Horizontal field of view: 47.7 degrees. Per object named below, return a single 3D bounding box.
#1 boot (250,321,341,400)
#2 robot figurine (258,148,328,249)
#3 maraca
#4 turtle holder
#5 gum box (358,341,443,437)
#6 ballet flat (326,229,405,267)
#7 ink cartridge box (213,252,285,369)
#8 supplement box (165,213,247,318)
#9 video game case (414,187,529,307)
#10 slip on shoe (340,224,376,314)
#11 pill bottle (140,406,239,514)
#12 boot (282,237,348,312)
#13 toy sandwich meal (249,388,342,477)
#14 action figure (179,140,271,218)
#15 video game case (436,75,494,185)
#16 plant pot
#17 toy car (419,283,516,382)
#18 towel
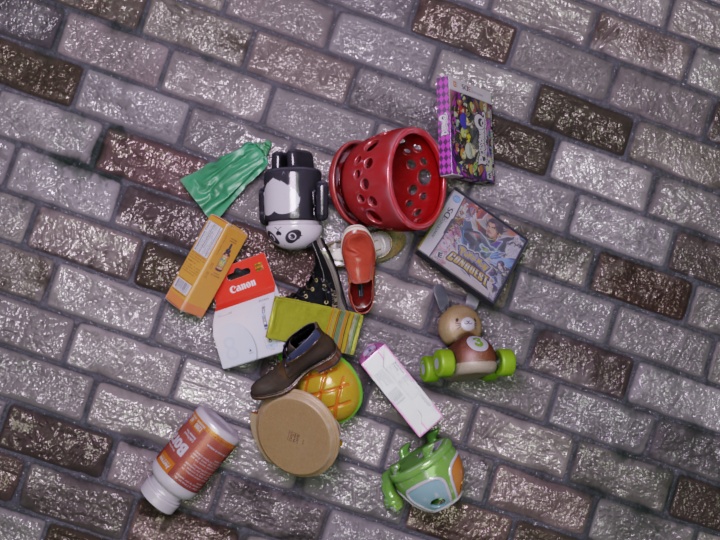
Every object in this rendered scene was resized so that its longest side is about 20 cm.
[{"bbox_3d":[-0.143,0.174,1.589,0.198,0.075,0.097,-29,128,-2],"label":"boot"},{"bbox_3d":[-0.138,-0.144,1.669,0.123,0.150,0.203,-1,90,-15],"label":"robot figurine"},{"bbox_3d":[-0.083,0.224,1.667,0.200,0.107,0.137,44,98,7],"label":"maraca"},{"bbox_3d":[0.125,0.426,1.654,0.184,0.141,0.133,-32,91,-6],"label":"turtle holder"},{"bbox_3d":[0.076,0.237,1.672,0.066,0.113,0.201,-39,91,-5],"label":"gum box"},{"bbox_3d":[0.003,-0.045,1.706,0.197,0.071,0.072,-13,88,-5],"label":"ballet flat"},{"bbox_3d":[-0.236,0.084,1.656,0.159,0.047,0.202,-18,90,26],"label":"ink cartridge box"},{"bbox_3d":[-0.314,-0.010,1.665,0.069,0.066,0.201,31,91,37],"label":"supplement box"},{"bbox_3d":[0.237,-0.051,1.712,0.199,0.026,0.182,35,64,-2],"label":"video game case"},{"bbox_3d":[0.000,0.000,1.660,0.073,0.061,0.202,-6,120,-6],"label":"slip on shoe"},{"bbox_3d":[-0.345,0.383,1.636,0.112,0.112,0.201,40,85,-1],"label":"pill bottle"},{"bbox_3d":[-0.113,0.043,1.659,0.152,0.074,0.206,-16,122,-2],"label":"boot"},{"bbox_3d":[-0.125,0.323,1.638,0.202,0.070,0.208,5,105,20],"label":"toy sandwich meal"},{"bbox_3d":[-0.263,-0.204,1.700,0.199,0.055,0.119,-39,88,-1],"label":"action figure"},{"bbox_3d":[0.220,-0.286,1.691,0.035,0.180,0.203,-4,86,38],"label":"video game case"},{"bbox_3d":[0.048,-0.175,1.634,0.181,0.199,0.203,-4,86,40],"label":"plant pot"},{"bbox_3d":[0.213,0.123,1.681,0.162,0.158,0.203,1,75,-16],"label":"toy car"},{"bbox_3d":[-0.089,0.111,1.627,0.198,0.018,0.087,14,87,-28],"label":"towel"}]
